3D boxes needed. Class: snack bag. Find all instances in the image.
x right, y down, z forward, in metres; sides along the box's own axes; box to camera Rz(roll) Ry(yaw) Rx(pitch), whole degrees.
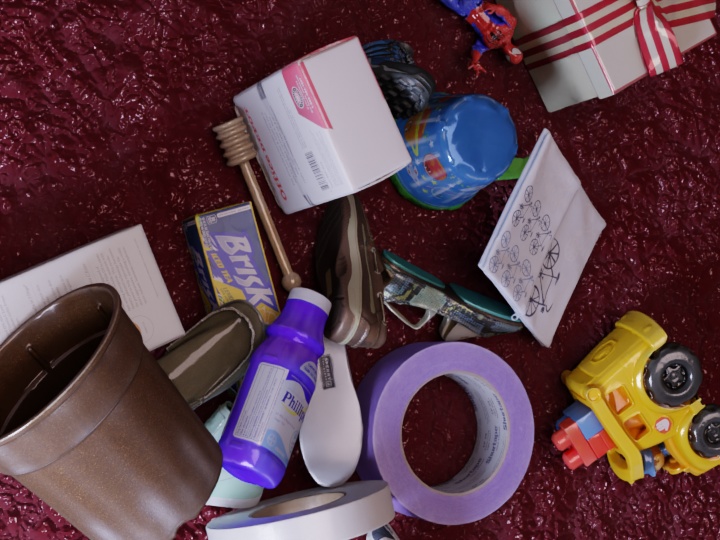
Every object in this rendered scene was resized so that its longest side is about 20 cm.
[{"bbox_3d":[0.214,-0.029,1.680,0.200,0.021,0.190,49,61,-46],"label":"snack bag"}]

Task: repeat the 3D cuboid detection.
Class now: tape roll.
[{"bbox_3d":[0.091,0.181,1.653,0.197,0.085,0.203,1,88,-20],"label":"tape roll"},{"bbox_3d":[-0.063,0.260,1.528,0.200,0.202,0.038,-13,89,-21],"label":"tape roll"}]

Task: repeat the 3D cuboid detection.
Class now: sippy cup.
[{"bbox_3d":[0.110,-0.141,1.652,0.176,0.130,0.141,-24,96,-21],"label":"sippy cup"}]

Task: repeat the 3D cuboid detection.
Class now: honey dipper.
[{"bbox_3d":[-0.111,-0.070,1.618,0.038,0.038,0.202,-24,100,-20],"label":"honey dipper"}]

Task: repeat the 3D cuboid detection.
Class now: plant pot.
[{"bbox_3d":[-0.245,0.152,1.384,0.201,0.199,0.199,-48,119,-16],"label":"plant pot"}]

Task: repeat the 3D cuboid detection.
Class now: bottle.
[{"bbox_3d":[-0.083,0.117,1.497,0.065,0.084,0.202,11,67,24],"label":"bottle"}]

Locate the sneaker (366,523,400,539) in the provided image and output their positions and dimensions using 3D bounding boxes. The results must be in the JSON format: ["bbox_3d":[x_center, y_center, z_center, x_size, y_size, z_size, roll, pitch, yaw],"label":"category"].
[{"bbox_3d":[0.007,0.346,1.571,0.129,0.199,0.080,-40,73,-6],"label":"sneaker"}]

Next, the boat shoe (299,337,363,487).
[{"bbox_3d":[-0.040,0.135,1.615,0.071,0.066,0.203,-10,85,-3],"label":"boat shoe"}]

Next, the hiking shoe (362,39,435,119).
[{"bbox_3d":[0.028,-0.219,1.586,0.087,0.199,0.074,-49,117,-13],"label":"hiking shoe"}]

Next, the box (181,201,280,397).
[{"bbox_3d":[-0.131,0.032,1.587,0.069,0.064,0.203,-16,92,-21],"label":"box"}]

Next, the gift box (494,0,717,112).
[{"bbox_3d":[0.293,-0.313,1.701,0.199,0.186,0.186,-35,99,-18],"label":"gift box"}]

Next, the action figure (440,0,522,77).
[{"bbox_3d":[0.117,-0.304,1.682,0.065,0.099,0.200,-39,106,24],"label":"action figure"}]

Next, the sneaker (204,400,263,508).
[{"bbox_3d":[-0.184,0.184,1.533,0.198,0.074,0.120,4,115,-29],"label":"sneaker"}]

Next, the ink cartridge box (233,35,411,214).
[{"bbox_3d":[-0.045,-0.150,1.556,0.084,0.199,0.147,-27,97,-25],"label":"ink cartridge box"}]

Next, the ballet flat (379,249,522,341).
[{"bbox_3d":[0.091,0.042,1.678,0.198,0.074,0.075,25,79,-16],"label":"ballet flat"}]

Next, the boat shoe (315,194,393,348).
[{"bbox_3d":[-0.003,0.004,1.601,0.074,0.075,0.204,19,48,-23],"label":"boat shoe"}]

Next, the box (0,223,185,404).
[{"bbox_3d":[-0.300,0.049,1.503,0.198,0.097,0.126,-24,96,-21],"label":"box"}]

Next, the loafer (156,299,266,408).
[{"bbox_3d":[-0.178,0.111,1.521,0.200,0.070,0.075,-44,87,9],"label":"loafer"}]

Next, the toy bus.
[{"bbox_3d":[0.323,0.180,1.725,0.191,0.136,0.201,-38,103,-5],"label":"toy bus"}]
